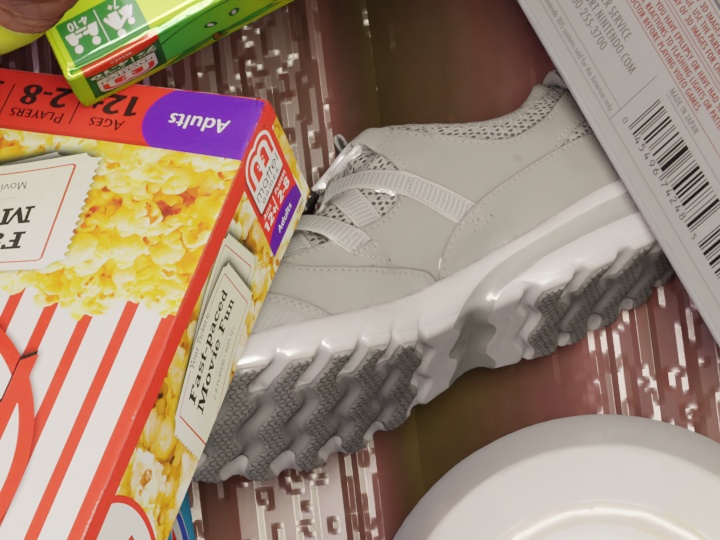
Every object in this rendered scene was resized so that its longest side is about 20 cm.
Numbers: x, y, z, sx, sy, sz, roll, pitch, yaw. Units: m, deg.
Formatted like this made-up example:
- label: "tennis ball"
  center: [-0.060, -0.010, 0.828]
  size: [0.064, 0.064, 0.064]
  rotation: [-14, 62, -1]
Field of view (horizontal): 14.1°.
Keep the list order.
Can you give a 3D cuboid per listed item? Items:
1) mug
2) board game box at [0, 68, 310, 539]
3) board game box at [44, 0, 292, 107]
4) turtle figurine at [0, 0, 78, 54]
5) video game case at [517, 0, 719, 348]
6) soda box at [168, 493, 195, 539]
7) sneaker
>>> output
- label: "mug"
  center: [0.086, 0.114, 0.815]
  size: [0.186, 0.153, 0.150]
  rotation: [16, 84, 7]
- label: "board game box"
  center: [-0.118, 0.038, 0.778]
  size: [0.151, 0.046, 0.201]
  rotation: [7, 58, 22]
- label: "board game box"
  center: [-0.010, -0.137, 0.781]
  size: [0.199, 0.048, 0.102]
  rotation: [-27, 85, -3]
- label: "turtle figurine"
  center: [-0.127, -0.039, 0.743]
  size: [0.161, 0.064, 0.201]
  rotation: [-47, 41, 33]
- label: "video game case"
  center: [0.116, -0.104, 0.811]
  size: [0.182, 0.022, 0.201]
  rotation: [-43, 68, 41]
- label: "soda box"
  center: [-0.090, 0.057, 0.882]
  size: [0.064, 0.068, 0.201]
  rotation: [-12, 82, 5]
- label: "sneaker"
  center: [0.000, 0.000, 0.866]
  size: [0.199, 0.075, 0.082]
  rotation: [-20, 64, -27]
